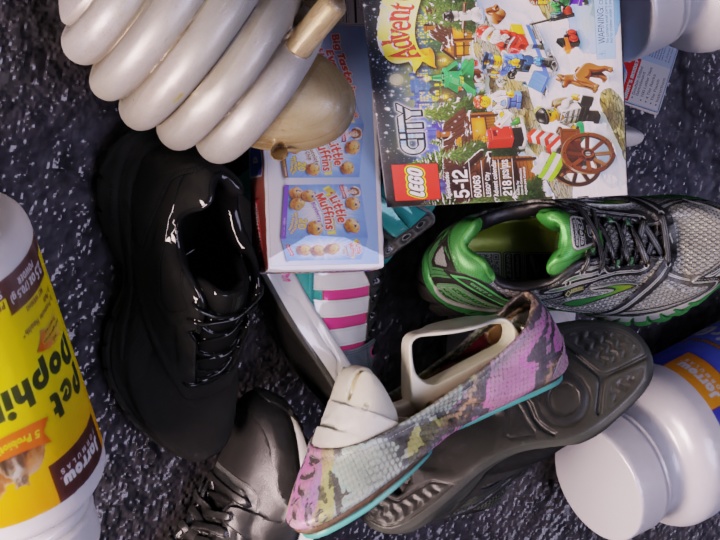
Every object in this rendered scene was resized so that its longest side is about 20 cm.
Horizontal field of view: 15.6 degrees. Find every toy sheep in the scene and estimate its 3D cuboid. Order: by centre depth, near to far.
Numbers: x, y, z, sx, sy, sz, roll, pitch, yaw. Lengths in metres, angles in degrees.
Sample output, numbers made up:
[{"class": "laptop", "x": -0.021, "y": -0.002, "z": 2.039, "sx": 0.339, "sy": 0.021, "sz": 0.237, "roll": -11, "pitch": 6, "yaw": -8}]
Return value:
[{"class": "toy sheep", "x": -0.087, "y": -0.131, "z": 1.362, "sx": 0.200, "sy": 0.138, "sz": 0.138, "roll": 37, "pitch": 79, "yaw": -9}]

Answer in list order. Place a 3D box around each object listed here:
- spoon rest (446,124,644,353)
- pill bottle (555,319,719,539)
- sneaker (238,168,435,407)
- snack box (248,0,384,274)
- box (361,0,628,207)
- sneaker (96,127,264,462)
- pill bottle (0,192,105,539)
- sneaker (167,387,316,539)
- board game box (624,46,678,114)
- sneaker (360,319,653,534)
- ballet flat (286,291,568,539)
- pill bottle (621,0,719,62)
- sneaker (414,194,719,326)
[{"class": "spoon rest", "x": 0.112, "y": -0.010, "z": 1.650, "sx": 0.099, "sy": 0.061, "sz": 0.201, "roll": 4, "pitch": 117, "yaw": -41}, {"class": "pill bottle", "x": 0.228, "y": 0.101, "z": 1.748, "sx": 0.199, "sy": 0.112, "sz": 0.113, "roll": -25, "pitch": 122, "yaw": -33}, {"class": "sneaker", "x": 0.000, "y": 0.000, "z": 1.531, "sx": 0.121, "sy": 0.084, "sz": 0.201, "roll": -38, "pitch": 127, "yaw": -13}, {"class": "snack box", "x": -0.027, "y": -0.100, "z": 1.448, "sx": 0.071, "sy": 0.024, "sz": 0.202, "roll": -1, "pitch": 88, "yaw": -26}, {"class": "box", "x": 0.072, "y": -0.124, "z": 1.402, "sx": 0.135, "sy": 0.038, "sz": 0.201, "roll": -4, "pitch": 130, "yaw": 5}, {"class": "sneaker", "x": -0.093, "y": 0.022, "z": 1.446, "sx": 0.076, "sy": 0.091, "sz": 0.201, "roll": -27, "pitch": 124, "yaw": -33}, {"class": "pill bottle", "x": -0.197, "y": 0.065, "z": 1.357, "sx": 0.109, "sy": 0.109, "sz": 0.201, "roll": -33, "pitch": 126, "yaw": -27}, {"class": "sneaker", "x": -0.082, "y": 0.169, "z": 1.529, "sx": 0.087, "sy": 0.076, "sz": 0.202, "roll": -3, "pitch": 109, "yaw": -34}, {"class": "board game box", "x": 0.122, "y": -0.208, "z": 1.497, "sx": 0.199, "sy": 0.041, "sz": 0.201, "roll": 14, "pitch": 96, "yaw": -41}, {"class": "sneaker", "x": 0.090, "y": 0.092, "z": 1.608, "sx": 0.199, "sy": 0.076, "sz": 0.114, "roll": -34, "pitch": 173, "yaw": 10}, {"class": "ballet flat", "x": 0.030, "y": 0.073, "z": 1.497, "sx": 0.199, "sy": 0.069, "sz": 0.072, "roll": -31, "pitch": 112, "yaw": -20}, {"class": "pill bottle", "x": 0.208, "y": -0.188, "z": 1.472, "sx": 0.199, "sy": 0.111, "sz": 0.112, "roll": -26, "pitch": 122, "yaw": -30}, {"class": "sneaker", "x": 0.136, "y": -0.007, "z": 1.555, "sx": 0.198, "sy": 0.085, "sz": 0.079, "roll": -8, "pitch": 79, "yaw": -12}]
